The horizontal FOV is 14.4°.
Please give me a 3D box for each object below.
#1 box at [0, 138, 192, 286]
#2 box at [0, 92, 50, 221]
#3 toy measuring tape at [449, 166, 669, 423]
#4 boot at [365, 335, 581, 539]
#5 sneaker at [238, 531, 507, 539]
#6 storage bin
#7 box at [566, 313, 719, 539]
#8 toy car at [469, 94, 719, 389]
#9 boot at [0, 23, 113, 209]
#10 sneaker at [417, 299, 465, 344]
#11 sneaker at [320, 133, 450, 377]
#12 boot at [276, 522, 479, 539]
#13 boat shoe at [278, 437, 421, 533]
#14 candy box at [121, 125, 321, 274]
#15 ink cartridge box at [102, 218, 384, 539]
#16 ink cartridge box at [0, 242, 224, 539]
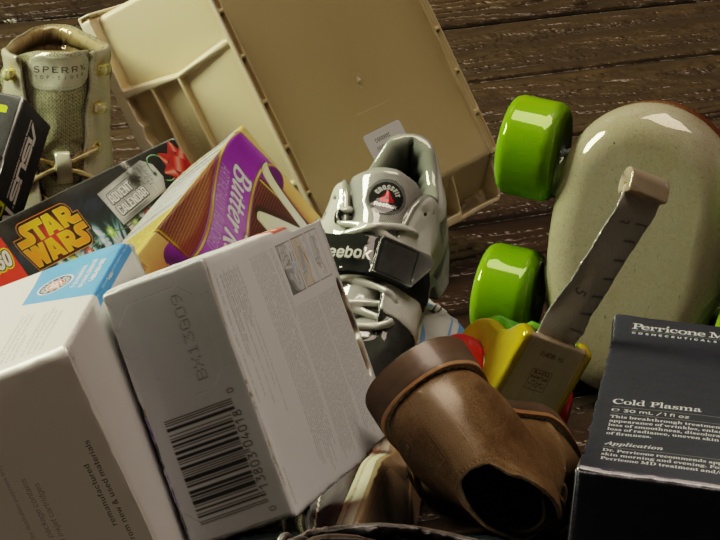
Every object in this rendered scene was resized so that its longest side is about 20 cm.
[{"bbox_3d":[-0.120,0.023,1.439,0.040,0.137,0.200,-36,-2,34],"label":"box"},{"bbox_3d":[-0.280,-0.028,1.502,0.199,0.161,0.044,10,-17,17],"label":"box"},{"bbox_3d":[0.083,0.027,1.372,0.073,0.201,0.074,25,20,-10],"label":"toy measuring tape"},{"bbox_3d":[0.065,0.099,1.293,0.076,0.073,0.200,55,7,27],"label":"boot"},{"bbox_3d":[-0.002,0.157,1.187,0.199,0.077,0.081,-6,25,-19],"label":"sneaker"},{"bbox_3d":[-0.032,-0.095,1.663,0.093,0.200,0.200,-24,2,36],"label":"storage bin"},{"bbox_3d":[0.199,0.111,1.296,0.198,0.105,0.182,8,23,9],"label":"box"},{"bbox_3d":[0.170,-0.021,1.588,0.163,0.159,0.200,13,11,16],"label":"toy car"},{"bbox_3d":[-0.163,-0.042,1.548,0.072,0.156,0.200,-1,20,-9],"label":"boot"},{"bbox_3d":[0.022,0.043,1.509,0.072,0.072,0.200,43,5,-15],"label":"sneaker"},{"bbox_3d":[0.000,0.000,1.378,0.074,0.089,0.200,7,32,8],"label":"sneaker"},{"bbox_3d":[-0.039,0.147,1.061,0.199,0.175,0.070,-1,54,-16],"label":"boot"},{"bbox_3d":[-0.009,0.108,1.323,0.064,0.072,0.200,-4,22,10],"label":"boat shoe"},{"bbox_3d":[-0.073,0.027,1.406,0.056,0.117,0.200,-35,11,35],"label":"candy box"},{"bbox_3d":[-0.043,0.042,1.216,0.050,0.110,0.200,-19,2,13],"label":"ink cartridge box"},{"bbox_3d":[-0.170,0.095,1.178,0.199,0.126,0.129,-20,16,14],"label":"ink cartridge box"}]
